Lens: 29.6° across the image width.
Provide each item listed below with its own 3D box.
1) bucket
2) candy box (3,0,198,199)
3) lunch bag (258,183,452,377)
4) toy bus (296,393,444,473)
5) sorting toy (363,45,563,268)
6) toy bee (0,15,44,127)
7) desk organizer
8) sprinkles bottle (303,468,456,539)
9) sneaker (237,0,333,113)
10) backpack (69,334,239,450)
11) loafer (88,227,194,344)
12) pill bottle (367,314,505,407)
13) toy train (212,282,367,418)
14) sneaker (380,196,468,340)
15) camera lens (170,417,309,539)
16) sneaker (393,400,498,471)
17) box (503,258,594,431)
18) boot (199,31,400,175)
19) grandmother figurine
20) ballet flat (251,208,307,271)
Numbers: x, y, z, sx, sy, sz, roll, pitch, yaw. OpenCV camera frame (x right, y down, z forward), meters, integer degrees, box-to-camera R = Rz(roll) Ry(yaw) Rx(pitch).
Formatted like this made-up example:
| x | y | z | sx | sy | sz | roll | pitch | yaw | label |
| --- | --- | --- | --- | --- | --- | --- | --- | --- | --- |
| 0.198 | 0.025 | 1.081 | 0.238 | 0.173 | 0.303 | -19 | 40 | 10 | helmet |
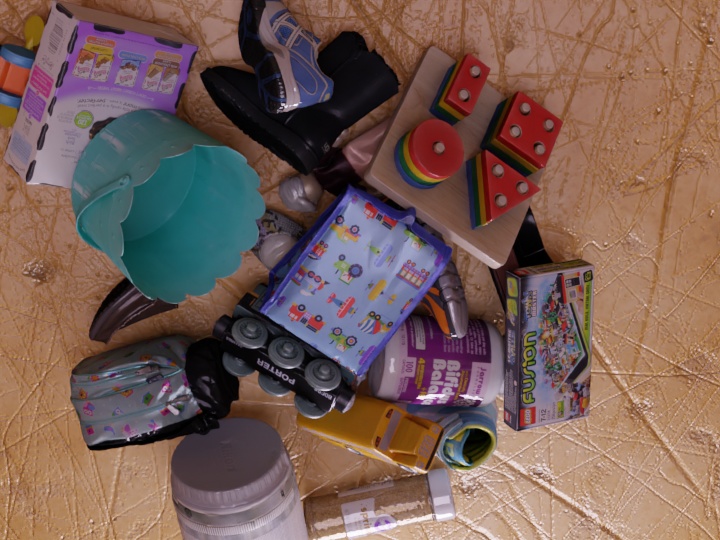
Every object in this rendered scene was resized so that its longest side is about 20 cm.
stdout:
| x | y | z | sx | sy | sz | roll | pitch | yaw | label |
| --- | --- | --- | --- | --- | --- | --- | --- | --- | --- |
| -0.227 | -0.079 | 1.576 | 0.206 | 0.135 | 0.208 | -25 | 133 | -31 | bucket |
| -0.302 | -0.194 | 1.585 | 0.167 | 0.071 | 0.201 | 6 | 114 | -44 | candy box |
| 0.000 | 0.000 | 1.602 | 0.150 | 0.094 | 0.200 | 33 | 119 | -14 | lunch bag |
| 0.012 | 0.196 | 1.709 | 0.078 | 0.199 | 0.065 | 35 | 74 | -36 | toy bus |
| 0.134 | -0.142 | 1.603 | 0.199 | 0.070 | 0.200 | 33 | 64 | -16 | sorting toy |
| -0.417 | -0.247 | 1.601 | 0.131 | 0.109 | 0.200 | -49 | 129 | 5 | toy bee |
| 0.193 | -0.031 | 1.707 | 0.076 | 0.072 | 0.201 | -21 | 109 | 2 | desk organizer |
| 0.026 | 0.317 | 1.819 | 0.198 | 0.068 | 0.069 | -12 | 109 | 2 | sprinkles bottle |
| -0.090 | -0.258 | 1.571 | 0.076 | 0.201 | 0.076 | -4 | 146 | -22 | sneaker |
| -0.263 | 0.152 | 1.716 | 0.198 | 0.167 | 0.128 | -14 | 92 | 6 | backpack |
| -0.259 | 0.030 | 1.705 | 0.200 | 0.073 | 0.071 | -41 | 106 | 12 | loafer |
| 0.115 | 0.115 | 1.726 | 0.198 | 0.112 | 0.113 | 4 | 109 | -12 | pill bottle |
| -0.084 | 0.099 | 1.693 | 0.199 | 0.114 | 0.086 | 29 | 136 | 8 | toy train |
| 0.058 | 0.004 | 1.694 | 0.111 | 0.078 | 0.201 | -23 | 75 | 14 | sneaker |
| -0.154 | 0.311 | 1.744 | 0.159 | 0.160 | 0.201 | -9 | 122 | 0 | camera lens |
| 0.084 | 0.211 | 1.752 | 0.198 | 0.131 | 0.080 | -11 | 110 | 2 | sneaker |
| 0.232 | 0.092 | 1.683 | 0.109 | 0.035 | 0.202 | -9 | 109 | -23 | box |
| -0.070 | -0.223 | 1.623 | 0.200 | 0.077 | 0.168 | 38 | 73 | 26 | boot |
| -0.009 | -0.130 | 1.672 | 0.199 | 0.061 | 0.122 | -28 | 119 | 9 | grandmother figurine |
| -0.071 | 0.000 | 1.706 | 0.072 | 0.072 | 0.200 | -44 | 105 | 12 | ballet flat |
